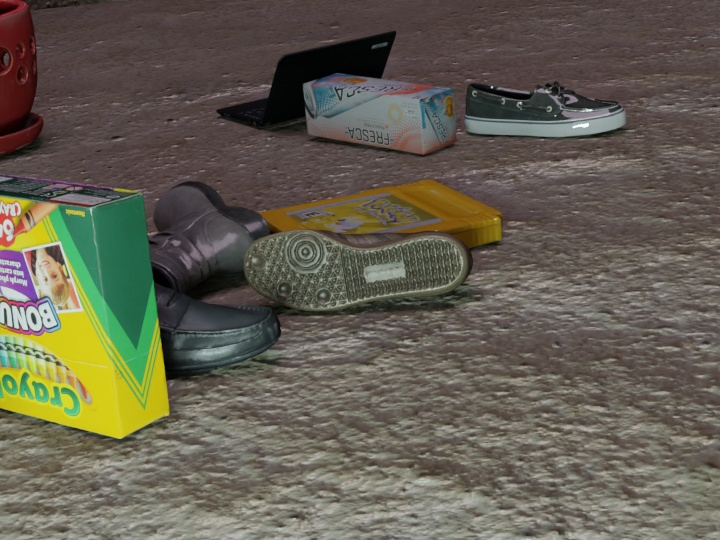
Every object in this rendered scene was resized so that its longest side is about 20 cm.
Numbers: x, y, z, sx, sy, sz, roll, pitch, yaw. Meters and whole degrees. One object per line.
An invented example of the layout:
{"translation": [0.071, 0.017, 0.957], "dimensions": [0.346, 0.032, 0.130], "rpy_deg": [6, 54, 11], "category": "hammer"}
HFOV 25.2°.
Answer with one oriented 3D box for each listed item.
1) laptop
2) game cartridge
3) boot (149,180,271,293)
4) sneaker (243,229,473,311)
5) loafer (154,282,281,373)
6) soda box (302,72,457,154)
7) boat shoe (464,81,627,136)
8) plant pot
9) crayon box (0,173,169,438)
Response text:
{"translation": [-0.074, -0.257, 2.112], "dimensions": [0.176, 0.104, 0.200], "rpy_deg": [-16, 21, -29], "category": "laptop"}
{"translation": [0.018, -0.044, 1.556], "dimensions": [0.199, 0.033, 0.176], "rpy_deg": [-15, 20, -21], "category": "game cartridge"}
{"translation": [-0.183, -0.027, 1.524], "dimensions": [0.131, 0.070, 0.200], "rpy_deg": [-23, 20, -28], "category": "boot"}
{"translation": [0.000, 0.000, 1.407], "dimensions": [0.198, 0.071, 0.076], "rpy_deg": [1, 0, 12], "category": "sneaker"}
{"translation": [-0.163, 0.042, 1.294], "dimensions": [0.199, 0.071, 0.068], "rpy_deg": [-3, 19, 9], "category": "loafer"}
{"translation": [0.022, -0.189, 1.926], "dimensions": [0.199, 0.069, 0.063], "rpy_deg": [13, 26, 43], "category": "soda box"}
{"translation": [0.214, -0.192, 1.895], "dimensions": [0.199, 0.057, 0.069], "rpy_deg": [2, 20, 24], "category": "boat shoe"}
{"translation": [-0.513, -0.243, 2.083], "dimensions": [0.199, 0.184, 0.201], "rpy_deg": [-5, 18, 2], "category": "plant pot"}
{"translation": [-0.241, 0.022, 1.217], "dimensions": [0.199, 0.174, 0.058], "rpy_deg": [8, 20, 38], "category": "crayon box"}
